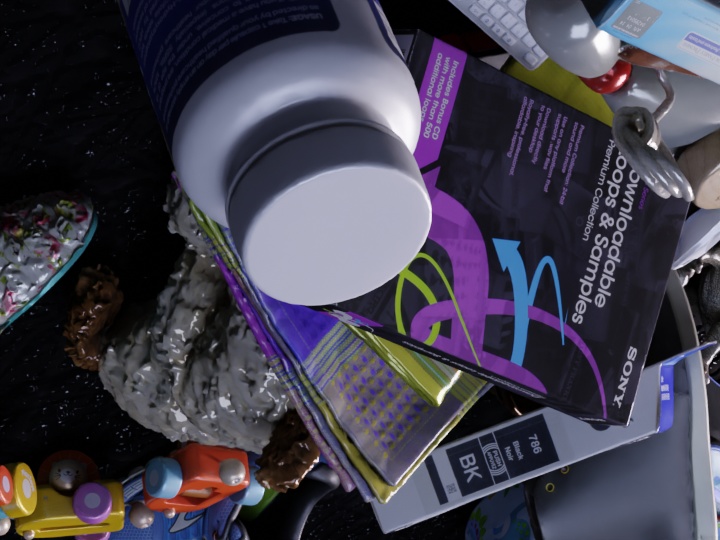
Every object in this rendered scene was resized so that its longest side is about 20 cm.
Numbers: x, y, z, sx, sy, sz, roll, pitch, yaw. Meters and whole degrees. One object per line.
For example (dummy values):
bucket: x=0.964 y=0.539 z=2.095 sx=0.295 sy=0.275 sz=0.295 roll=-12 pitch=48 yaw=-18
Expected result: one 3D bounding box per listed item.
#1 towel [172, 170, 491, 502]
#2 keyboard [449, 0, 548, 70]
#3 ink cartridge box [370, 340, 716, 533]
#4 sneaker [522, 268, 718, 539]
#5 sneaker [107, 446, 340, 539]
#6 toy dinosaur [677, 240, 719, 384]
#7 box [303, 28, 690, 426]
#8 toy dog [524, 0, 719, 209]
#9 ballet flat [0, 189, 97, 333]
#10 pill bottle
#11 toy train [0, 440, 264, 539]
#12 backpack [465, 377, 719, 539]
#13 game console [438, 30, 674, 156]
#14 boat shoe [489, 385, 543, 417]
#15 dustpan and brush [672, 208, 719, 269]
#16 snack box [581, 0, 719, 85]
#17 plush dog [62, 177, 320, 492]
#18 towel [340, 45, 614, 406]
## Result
towel: x=0.000 y=0.000 z=1.424 sx=0.144 sy=0.023 sz=0.201 roll=-41 pitch=109 yaw=-35
keyboard: x=0.040 y=-0.172 z=1.363 sx=0.056 sy=0.011 sz=0.200 roll=-38 pitch=125 yaw=21
ink cartridge box: x=0.105 y=0.090 z=1.514 sx=0.199 sy=0.039 sz=0.099 roll=-23 pitch=175 yaw=10
sneaker: x=0.139 y=0.078 z=1.589 sx=0.106 sy=0.075 sz=0.201 roll=-10 pitch=100 yaw=-4
sneaker: x=-0.087 y=0.147 z=1.636 sx=0.078 sy=0.089 sz=0.200 roll=24 pitch=125 yaw=-40
toy dinosaur: x=0.223 y=0.000 z=1.640 sx=0.102 sy=0.077 sz=0.201 roll=-27 pitch=131 yaw=-24
box: x=0.075 y=-0.018 z=1.402 sx=0.199 sy=0.036 sz=0.144 roll=23 pitch=79 yaw=-35
toy dog: x=0.160 y=-0.107 z=1.366 sx=0.096 sy=0.132 sz=0.200 roll=-40 pitch=170 yaw=11
ballet flat: x=-0.223 y=0.020 z=1.450 sx=0.200 sy=0.076 sz=0.064 roll=-42 pitch=121 yaw=18
pill bottle: x=-0.038 y=-0.087 z=1.309 sx=0.119 sy=0.201 sz=0.120 roll=-12 pitch=139 yaw=-11
toy train: x=-0.162 y=0.109 z=1.563 sx=0.199 sy=0.056 sz=0.150 roll=7 pitch=157 yaw=-32
backpack: x=0.175 y=0.175 z=1.741 sx=0.200 sy=0.147 sz=0.183 roll=-36 pitch=136 yaw=20
game console: x=0.095 y=-0.058 z=1.535 sx=0.176 sy=0.031 sz=0.201 roll=-8 pitch=139 yaw=-16
boat shoe: x=0.095 y=0.006 z=1.529 sx=0.075 sy=0.074 sz=0.201 roll=-17 pitch=141 yaw=-10
dustpan and brush: x=0.229 y=-0.077 z=1.511 sx=0.200 sy=0.057 sz=0.139 roll=-38 pitch=167 yaw=22
snack box: x=0.123 y=-0.168 z=1.289 sx=0.116 sy=0.201 sz=0.037 roll=20 pitch=123 yaw=-38
plush dog: x=-0.065 y=0.050 z=1.500 sx=0.200 sy=0.161 sz=0.171 roll=30 pitch=155 yaw=-33
towel: x=0.065 y=-0.033 z=1.427 sx=0.086 sy=0.018 sz=0.200 roll=47 pitch=67 yaw=-28
